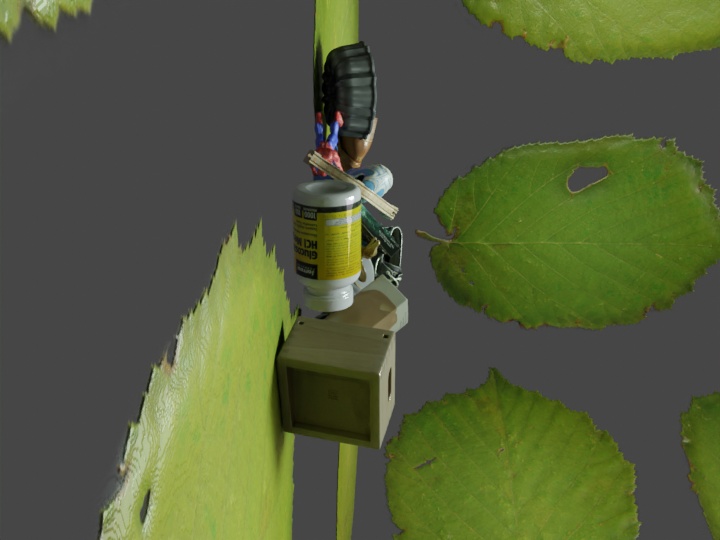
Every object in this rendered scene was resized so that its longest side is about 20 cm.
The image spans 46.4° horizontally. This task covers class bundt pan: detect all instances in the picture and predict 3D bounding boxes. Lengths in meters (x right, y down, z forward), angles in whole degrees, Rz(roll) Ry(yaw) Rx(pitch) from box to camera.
[{"bbox_3d":[-0.031,-0.367,1.723,0.202,0.076,0.203,175,-90,-75],"label":"bundt pan"}]

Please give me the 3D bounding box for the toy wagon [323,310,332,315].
[{"bbox_3d":[-0.059,0.029,1.567,0.200,0.039,0.155,43,21,-54],"label":"toy wagon"}]

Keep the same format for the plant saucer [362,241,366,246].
[{"bbox_3d":[0.000,0.000,1.640,0.070,0.019,0.201,-14,87,-51],"label":"plant saucer"}]

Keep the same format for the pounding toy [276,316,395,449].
[{"bbox_3d":[-0.041,0.174,1.309,0.142,0.183,0.200,-66,159,-51],"label":"pounding toy"}]

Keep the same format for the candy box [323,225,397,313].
[{"bbox_3d":[0.001,0.000,1.913,0.072,0.167,0.201,90,1,-73],"label":"candy box"}]

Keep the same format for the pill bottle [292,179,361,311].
[{"bbox_3d":[-0.055,-0.040,1.380,0.112,0.112,0.201,-81,171,-70],"label":"pill bottle"}]

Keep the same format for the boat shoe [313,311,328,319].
[{"bbox_3d":[-0.068,0.110,1.619,0.200,0.075,0.061,87,-4,-83],"label":"boat shoe"}]

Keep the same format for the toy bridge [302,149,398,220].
[{"bbox_3d":[-0.014,-0.150,1.490,0.027,0.200,0.067,-57,-157,0],"label":"toy bridge"}]

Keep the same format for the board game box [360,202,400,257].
[{"bbox_3d":[0.001,-0.089,1.518,0.135,0.028,0.200,48,-3,-11],"label":"board game box"}]

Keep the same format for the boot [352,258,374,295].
[{"bbox_3d":[-0.037,-0.050,1.577,0.096,0.073,0.200,-122,-172,-66],"label":"boot"}]

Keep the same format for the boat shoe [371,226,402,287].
[{"bbox_3d":[0.044,0.007,1.622,0.071,0.064,0.201,24,63,-41],"label":"boat shoe"}]

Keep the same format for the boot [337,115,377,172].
[{"bbox_3d":[-0.039,-0.299,1.896,0.200,0.077,0.156,41,-64,46],"label":"boot"}]

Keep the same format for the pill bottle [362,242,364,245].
[{"bbox_3d":[-0.017,-0.006,1.766,0.200,0.112,0.112,153,-60,-70],"label":"pill bottle"}]

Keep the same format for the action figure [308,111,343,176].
[{"bbox_3d":[-0.062,-0.217,1.604,0.200,0.065,0.099,-85,169,-55],"label":"action figure"}]

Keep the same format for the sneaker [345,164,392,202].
[{"bbox_3d":[-0.009,-0.162,1.628,0.200,0.072,0.072,-10,-76,65],"label":"sneaker"}]

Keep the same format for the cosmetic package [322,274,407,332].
[{"bbox_3d":[-0.012,0.109,1.479,0.071,0.200,0.105,45,-16,23],"label":"cosmetic package"}]

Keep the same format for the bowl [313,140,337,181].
[{"bbox_3d":[-0.069,-0.170,1.751,0.201,0.039,0.201,1,90,-87],"label":"bowl"}]

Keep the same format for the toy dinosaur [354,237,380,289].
[{"bbox_3d":[-0.017,-0.019,1.483,0.101,0.058,0.200,58,-20,15],"label":"toy dinosaur"}]
